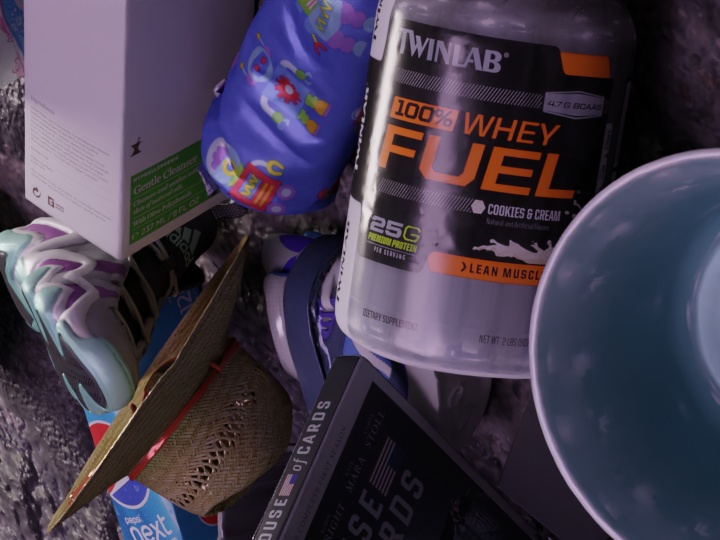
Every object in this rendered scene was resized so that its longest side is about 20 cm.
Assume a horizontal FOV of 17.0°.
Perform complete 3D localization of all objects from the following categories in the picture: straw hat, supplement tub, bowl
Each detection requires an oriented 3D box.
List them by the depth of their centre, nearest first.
[{"bbox_3d":[0.184,0.034,1.059,0.199,0.105,0.202,9,109,28],"label":"bowl"},{"bbox_3d":[0.059,-0.060,1.109,0.122,0.122,0.202,16,103,40],"label":"supplement tub"},{"bbox_3d":[-0.085,0.086,1.328,0.085,0.202,0.201,34,140,-4],"label":"straw hat"}]

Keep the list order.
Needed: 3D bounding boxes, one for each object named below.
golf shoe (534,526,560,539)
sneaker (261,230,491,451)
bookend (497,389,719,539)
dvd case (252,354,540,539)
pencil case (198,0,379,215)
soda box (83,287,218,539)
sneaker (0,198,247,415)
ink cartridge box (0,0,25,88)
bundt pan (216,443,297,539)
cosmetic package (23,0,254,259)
[{"bbox_3d":[0.137,0.225,1.260,0.078,0.094,0.202,-28,64,52],"label":"golf shoe"},{"bbox_3d":[0.000,0.000,1.276,0.146,0.081,0.201,28,138,26],"label":"sneaker"},{"bbox_3d":[0.131,0.133,1.130,0.198,0.200,0.093,38,137,22],"label":"bookend"},{"bbox_3d":[0.024,0.162,1.241,0.025,0.151,0.200,-5,140,42],"label":"dvd case"},{"bbox_3d":[-0.022,-0.114,1.227,0.087,0.078,0.200,37,137,8],"label":"pencil case"},{"bbox_3d":[-0.119,0.103,1.482,0.064,0.068,0.201,6,119,44],"label":"soda box"},{"bbox_3d":[-0.122,-0.001,1.363,0.200,0.139,0.078,47,160,57],"label":"sneaker"},{"bbox_3d":[-0.240,-0.187,1.318,0.145,0.200,0.145,32,137,29],"label":"ink cartridge box"},{"bbox_3d":[0.005,0.189,1.380,0.201,0.075,0.204,16,113,44],"label":"bundt pan"},{"bbox_3d":[-0.121,-0.123,1.306,0.085,0.107,0.201,32,136,29],"label":"cosmetic package"}]
